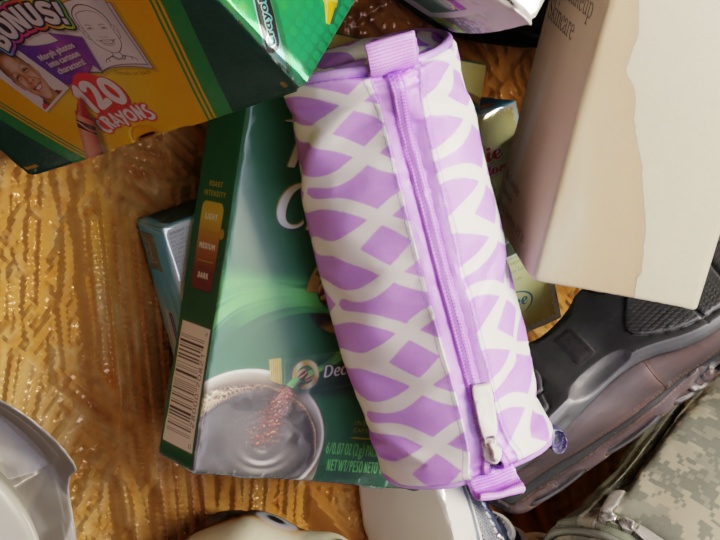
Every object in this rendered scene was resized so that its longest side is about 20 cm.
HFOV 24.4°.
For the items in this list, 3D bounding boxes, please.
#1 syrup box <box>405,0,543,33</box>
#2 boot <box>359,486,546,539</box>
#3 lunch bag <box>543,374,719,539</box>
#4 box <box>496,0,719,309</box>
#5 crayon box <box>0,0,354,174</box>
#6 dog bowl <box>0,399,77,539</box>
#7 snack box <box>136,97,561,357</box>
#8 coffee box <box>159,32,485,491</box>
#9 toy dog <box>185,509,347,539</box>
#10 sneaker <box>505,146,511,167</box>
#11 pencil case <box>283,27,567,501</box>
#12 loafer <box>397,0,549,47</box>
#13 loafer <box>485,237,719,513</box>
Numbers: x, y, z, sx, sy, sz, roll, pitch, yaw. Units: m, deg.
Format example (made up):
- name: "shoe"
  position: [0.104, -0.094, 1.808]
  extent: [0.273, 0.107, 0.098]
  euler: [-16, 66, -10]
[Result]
- name: "syrup box"
  position: [0.065, -0.200, 0.654]
  extent: [0.078, 0.081, 0.201]
  euler: [30, 85, -22]
- name: "boot"
  position: [0.065, 0.152, 0.864]
  extent: [0.090, 0.072, 0.202]
  euler: [-29, 114, -36]
- name: "lunch bag"
  position: [0.190, 0.146, 0.865]
  extent: [0.168, 0.139, 0.200]
  euler: [55, 49, -9]
- name: "box"
  position: [0.124, -0.097, 0.707]
  extent: [0.077, 0.095, 0.202]
  euler: [10, 107, -10]
- name: "crayon box"
  position: [-0.107, -0.110, 0.640]
  extent: [0.119, 0.199, 0.059]
  euler: [45, 58, -26]
- name: "dog bowl"
  position: [-0.208, 0.139, 0.709]
  extent: [0.198, 0.059, 0.202]
  euler: [-5, 101, -27]
- name: "snack box"
  position: [0.000, 0.000, 0.811]
  extent: [0.198, 0.037, 0.117]
  euler: [-21, 107, -24]
- name: "coffee box"
  position: [-0.016, -0.006, 0.754]
  extent: [0.122, 0.044, 0.202]
  euler: [9, 92, -29]
- name: "toy dog"
  position: [-0.029, 0.207, 0.789]
  extent: [0.140, 0.192, 0.202]
  euler: [-53, 130, -62]
- name: "sneaker"
  position: [0.150, -0.044, 0.851]
  extent: [0.199, 0.076, 0.092]
  euler: [-20, 116, -39]
- name: "pencil case"
  position: [0.024, -0.002, 0.703]
  extent: [0.083, 0.086, 0.202]
  euler: [-18, 104, -3]
- name: "loafer"
  position: [0.041, -0.153, 0.790]
  extent: [0.199, 0.070, 0.069]
  euler: [18, 90, -30]
- name: "loafer"
  position: [0.129, 0.043, 0.799]
  extent: [0.199, 0.072, 0.063]
  euler: [-36, 130, 3]
